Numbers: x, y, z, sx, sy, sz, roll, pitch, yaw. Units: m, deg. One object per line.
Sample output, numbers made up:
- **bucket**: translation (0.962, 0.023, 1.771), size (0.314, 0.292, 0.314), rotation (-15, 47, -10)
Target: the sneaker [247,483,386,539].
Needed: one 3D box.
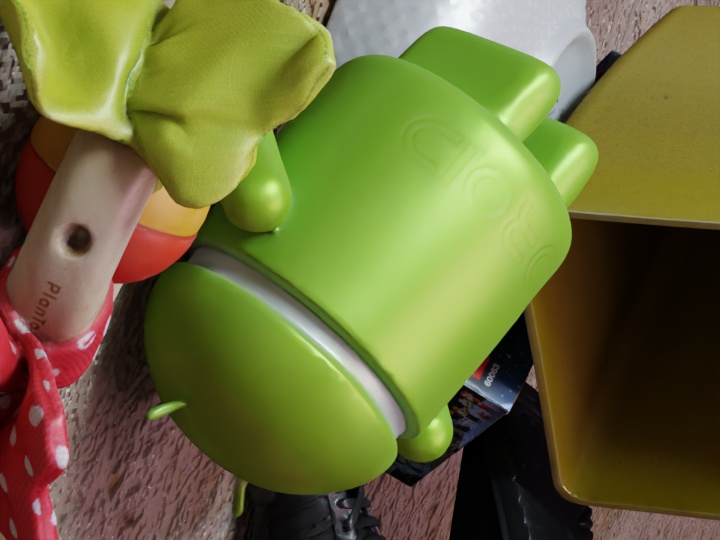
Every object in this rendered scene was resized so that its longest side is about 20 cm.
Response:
- **sneaker**: translation (-0.001, 0.139, 1.054), size (0.060, 0.104, 0.200), rotation (-30, 132, -62)

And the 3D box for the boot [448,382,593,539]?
- **boot**: translation (0.032, 0.165, 1.157), size (0.076, 0.168, 0.200), rotation (39, 34, -39)

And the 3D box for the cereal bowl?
- **cereal bowl**: translation (0.050, -0.075, 1.035), size (0.200, 0.083, 0.200), rotation (18, 90, -72)

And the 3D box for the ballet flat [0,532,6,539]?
- **ballet flat**: translation (-0.152, 0.162, 0.759), size (0.072, 0.068, 0.200), rotation (-3, 116, -49)

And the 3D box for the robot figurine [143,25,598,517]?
- **robot figurine**: translation (0.000, 0.000, 0.886), size (0.200, 0.116, 0.176), rotation (-50, 138, -14)

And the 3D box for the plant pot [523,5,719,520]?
- **plant pot**: translation (0.195, -0.013, 1.066), size (0.200, 0.200, 0.176), rotation (76, 26, -45)

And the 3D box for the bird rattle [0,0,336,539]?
- **bird rattle**: translation (-0.077, -0.014, 0.729), size (0.163, 0.113, 0.200), rotation (-64, 171, -74)

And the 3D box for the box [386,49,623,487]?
- **box**: translation (0.074, 0.001, 1.158), size (0.200, 0.038, 0.137), rotation (-61, -173, -27)
